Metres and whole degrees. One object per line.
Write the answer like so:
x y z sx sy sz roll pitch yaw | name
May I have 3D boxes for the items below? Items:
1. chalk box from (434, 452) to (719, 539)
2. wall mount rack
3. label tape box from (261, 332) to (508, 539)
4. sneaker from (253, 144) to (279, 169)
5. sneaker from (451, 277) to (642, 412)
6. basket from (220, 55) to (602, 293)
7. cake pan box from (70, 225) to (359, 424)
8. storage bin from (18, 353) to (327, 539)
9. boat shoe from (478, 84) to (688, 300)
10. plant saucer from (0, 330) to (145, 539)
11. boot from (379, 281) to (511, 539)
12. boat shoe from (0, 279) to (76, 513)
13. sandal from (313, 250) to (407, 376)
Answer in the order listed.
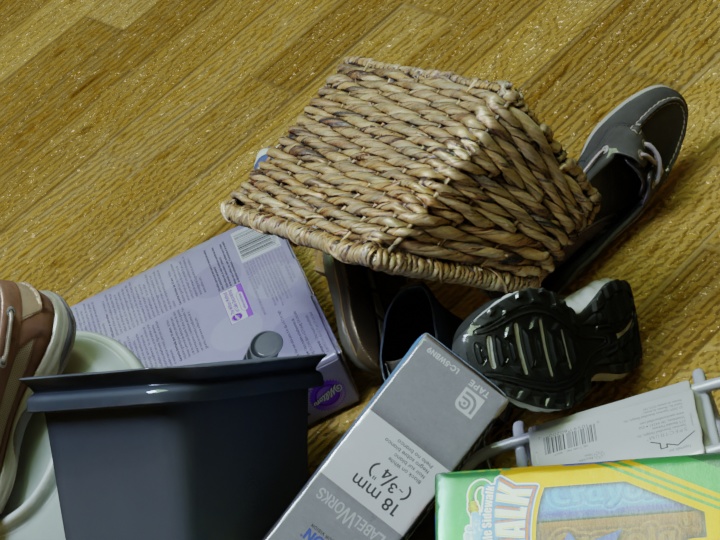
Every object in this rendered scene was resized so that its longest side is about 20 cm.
0.101 0.180 1.124 0.200 0.124 0.124 -4 59 8 | chalk box
0.157 0.140 1.240 0.200 0.075 0.174 -17 34 11 | wall mount rack
-0.007 0.139 1.197 0.063 0.144 0.200 38 80 5 | label tape box
0.007 -0.101 1.609 0.200 0.075 0.088 -22 36 3 | sneaker
0.103 0.049 1.320 0.079 0.074 0.200 -12 -3 29 | sneaker
0.035 -0.032 1.380 0.149 0.143 0.200 -51 33 -15 | basket
-0.113 0.057 1.508 0.184 0.052 0.200 -25 37 -3 | cake pan box
-0.113 0.123 1.301 0.145 0.135 0.200 -5 -3 24 | storage bin
0.162 -0.044 1.457 0.200 0.067 0.057 -44 34 -13 | boat shoe
-0.221 0.127 1.423 0.200 0.050 0.200 -17 58 29 | plant saucer
0.036 0.099 1.323 0.075 0.097 0.200 -22 33 30 | boot
-0.255 0.096 1.381 0.076 0.072 0.200 11 75 40 | boat shoe
0.000 0.000 1.505 0.054 0.080 0.200 -46 32 37 | sandal
